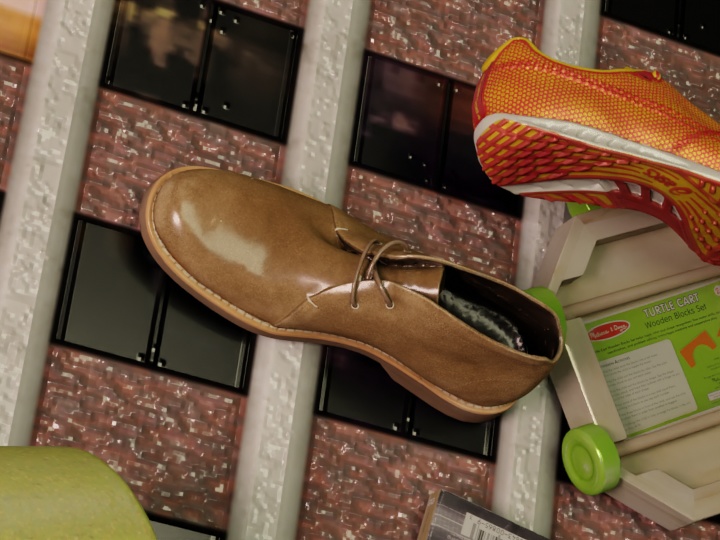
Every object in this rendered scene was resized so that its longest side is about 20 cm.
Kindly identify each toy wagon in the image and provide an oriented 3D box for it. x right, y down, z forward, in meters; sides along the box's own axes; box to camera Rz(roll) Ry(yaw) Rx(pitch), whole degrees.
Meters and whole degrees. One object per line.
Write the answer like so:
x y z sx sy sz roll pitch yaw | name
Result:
0.145 0.019 1.080 0.155 0.040 0.201 -14 78 -29 | toy wagon

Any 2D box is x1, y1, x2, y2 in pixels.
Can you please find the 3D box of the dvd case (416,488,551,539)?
0.070 0.216 0.986 0.148 0.016 0.200 26 62 -16 | dvd case

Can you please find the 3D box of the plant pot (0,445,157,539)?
-0.175 0.139 0.813 0.184 0.200 0.201 -6 74 -39 | plant pot

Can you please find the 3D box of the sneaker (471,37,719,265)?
0.147 -0.058 1.048 0.200 0.073 0.077 22 53 -20 | sneaker

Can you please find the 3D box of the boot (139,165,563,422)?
0.000 0.000 0.998 0.200 0.075 0.074 25 65 -14 | boot
